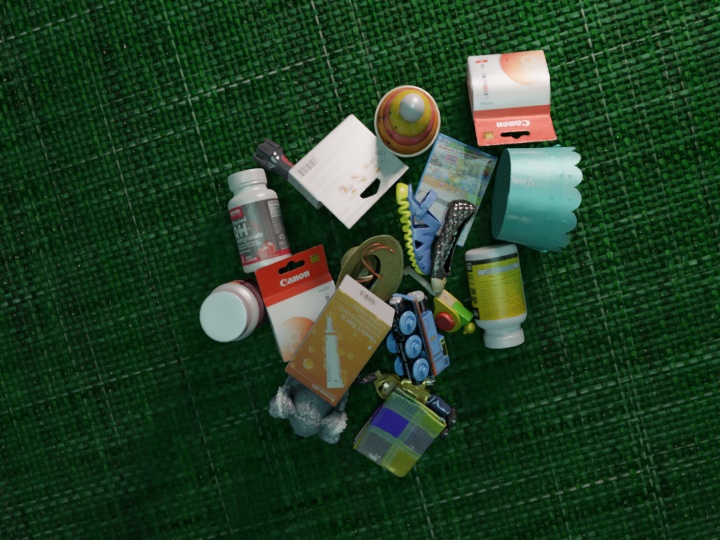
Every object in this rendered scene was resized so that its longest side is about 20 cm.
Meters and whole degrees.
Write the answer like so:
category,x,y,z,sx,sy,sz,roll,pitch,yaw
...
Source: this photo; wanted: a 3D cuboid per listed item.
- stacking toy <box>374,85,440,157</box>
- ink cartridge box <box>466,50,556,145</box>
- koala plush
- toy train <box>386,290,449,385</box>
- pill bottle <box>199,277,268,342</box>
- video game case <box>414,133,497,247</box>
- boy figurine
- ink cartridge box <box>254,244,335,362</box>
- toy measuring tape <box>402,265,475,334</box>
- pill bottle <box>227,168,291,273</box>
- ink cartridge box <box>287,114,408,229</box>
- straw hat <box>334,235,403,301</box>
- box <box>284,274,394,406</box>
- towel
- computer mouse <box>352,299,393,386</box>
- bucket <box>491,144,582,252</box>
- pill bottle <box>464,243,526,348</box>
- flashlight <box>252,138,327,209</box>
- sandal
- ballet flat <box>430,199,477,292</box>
category,x,y,z,sx,sy,sz,roll,pitch,yaw
stacking toy,0.096,-0.313,1.056,0.141,0.200,0.151,0,94,3
ink cartridge box,0.301,-0.349,1.067,0.157,0.051,0.205,-3,60,3
koala plush,-0.102,0.273,1.106,0.173,0.200,0.188,24,95,1
toy train,0.114,0.137,1.112,0.113,0.086,0.205,-29,111,-34
pill bottle,-0.255,0.080,1.100,0.110,0.200,0.118,0,94,2
video game case,0.195,-0.173,1.153,0.140,0.018,0.205,22,95,2
boy figurine,0.118,0.280,1.165,0.197,0.064,0.126,34,101,-2
ink cartridge box,-0.118,0.070,1.115,0.159,0.050,0.205,-21,116,-18
toy measuring tape,0.163,0.073,1.153,0.198,0.073,0.074,38,95,12
pill bottle,-0.219,-0.106,1.131,0.108,0.111,0.206,-14,93,4
ink cartridge box,-0.024,-0.201,1.101,0.173,0.044,0.200,43,70,6
straw hat,0.000,0.000,1.137,0.085,0.200,0.204,37,96,41
box,-0.038,0.134,1.029,0.123,0.098,0.202,34,106,-2
towel,0.082,0.359,1.158,0.142,0.023,0.202,34,118,1
computer mouse,0.035,0.159,1.133,0.197,0.046,0.144,-27,103,-24
bucket,0.342,-0.146,1.060,0.130,0.207,0.214,7,94,4
pill bottle,0.287,0.053,1.116,0.109,0.112,0.206,-10,93,3
flashlight,-0.131,-0.212,1.146,0.198,0.068,0.069,35,100,4
sandal,0.131,-0.088,1.115,0.084,0.080,0.205,-10,111,10
ballet flat,0.190,-0.051,1.112,0.056,0.066,0.206,17,90,25
